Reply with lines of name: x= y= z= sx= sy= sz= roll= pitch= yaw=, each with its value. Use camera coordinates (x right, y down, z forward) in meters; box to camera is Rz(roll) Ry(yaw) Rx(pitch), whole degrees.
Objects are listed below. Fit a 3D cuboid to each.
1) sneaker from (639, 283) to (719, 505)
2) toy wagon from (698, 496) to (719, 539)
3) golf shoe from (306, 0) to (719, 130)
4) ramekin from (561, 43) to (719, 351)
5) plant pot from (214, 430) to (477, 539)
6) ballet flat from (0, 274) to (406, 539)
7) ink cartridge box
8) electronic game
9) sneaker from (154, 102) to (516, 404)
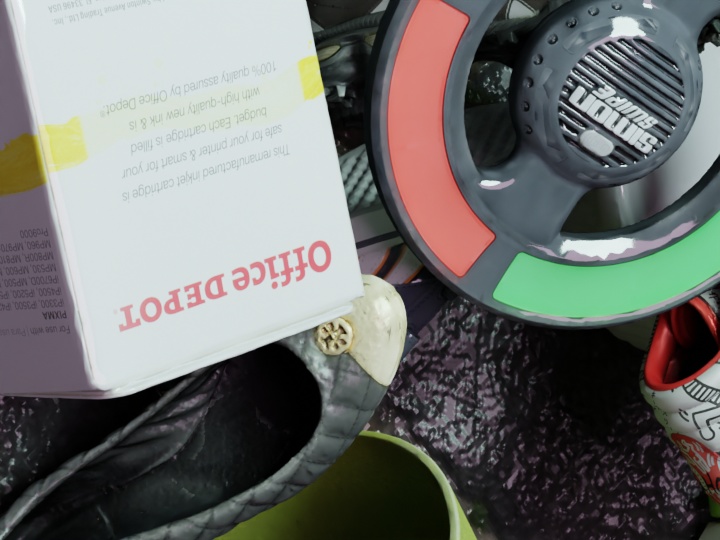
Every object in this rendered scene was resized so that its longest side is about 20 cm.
sneaker: x=0.199 y=0.009 z=1.208 sx=0.108 sy=0.067 sz=0.201 roll=48 pitch=69 yaw=-26
toy wagon: x=0.194 y=0.177 z=1.326 sx=0.200 sy=0.040 sz=0.155 roll=-7 pitch=92 yaw=-32
golf shoe: x=0.065 y=-0.123 z=1.181 sx=0.078 sy=0.200 sz=0.095 roll=54 pitch=29 yaw=-68
ramekin: x=0.166 y=-0.047 z=1.283 sx=0.202 sy=0.094 sz=0.203 roll=2 pitch=87 yaw=-33
plant pot: x=0.003 y=0.200 z=1.135 sx=0.187 sy=0.187 sz=0.200 roll=-51 pitch=126 yaw=-23
ballet flat: x=-0.063 y=0.073 z=1.103 sx=0.200 sy=0.057 sz=0.066 roll=-39 pitch=76 yaw=5
ink cartridge box: x=-0.091 y=-0.065 z=1.032 sx=0.145 sy=0.083 sz=0.200 roll=-19 pitch=100 yaw=-46
electronic game: x=0.097 y=-0.070 z=1.110 sx=0.200 sy=0.042 sz=0.200 roll=-7 pitch=114 yaw=-16
sneaker: x=0.000 y=0.000 z=1.172 sx=0.200 sy=0.078 sz=0.079 roll=-25 pitch=115 yaw=-6
